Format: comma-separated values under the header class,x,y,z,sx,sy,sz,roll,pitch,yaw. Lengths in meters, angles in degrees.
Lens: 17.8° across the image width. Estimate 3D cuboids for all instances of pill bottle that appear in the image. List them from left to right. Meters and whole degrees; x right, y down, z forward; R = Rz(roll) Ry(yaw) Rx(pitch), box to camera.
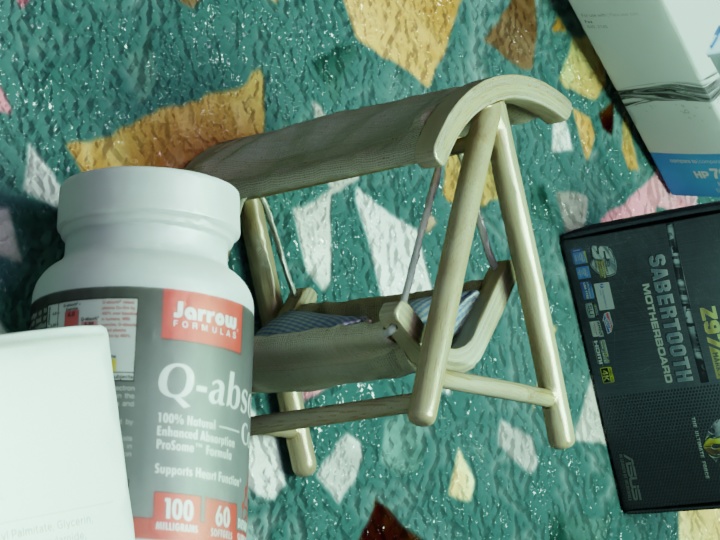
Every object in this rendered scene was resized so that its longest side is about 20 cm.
class,x,y,z,sx,sy,sz,roll,pitch,yaw
pill bottle,-0.112,0.056,1.166,0.116,0.115,0.201,16,70,-47

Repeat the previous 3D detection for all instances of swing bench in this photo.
class,x,y,z,sx,sy,sz,roll,pitch,yaw
swing bench,0.000,0.000,1.246,0.129,0.198,0.201,13,72,-47

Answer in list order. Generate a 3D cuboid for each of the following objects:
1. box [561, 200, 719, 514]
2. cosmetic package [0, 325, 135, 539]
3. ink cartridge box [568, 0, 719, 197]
class,x,y,z,sx,sy,sz,roll,pitch,yaw
box,0.229,0.057,1.536,0.051,0.157,0.201,-19,98,-50
cosmetic package,-0.208,0.135,0.999,0.165,0.164,0.201,-4,87,-50
ink cartridge box,0.245,-0.172,1.632,0.147,0.086,0.200,-54,130,-28
